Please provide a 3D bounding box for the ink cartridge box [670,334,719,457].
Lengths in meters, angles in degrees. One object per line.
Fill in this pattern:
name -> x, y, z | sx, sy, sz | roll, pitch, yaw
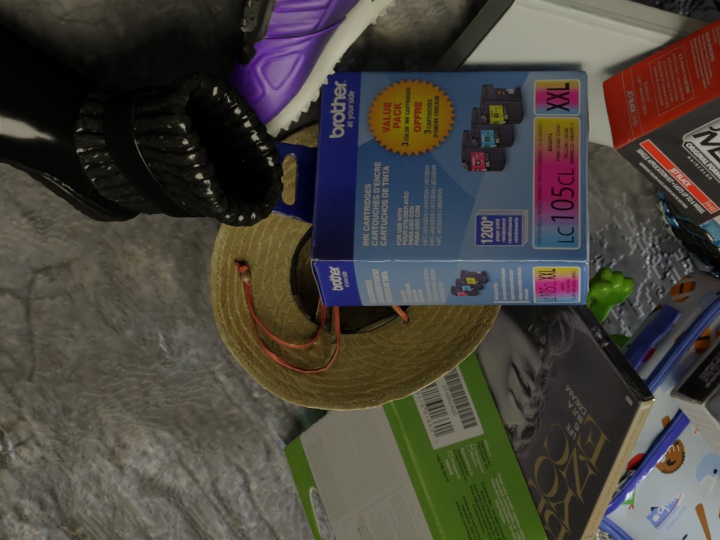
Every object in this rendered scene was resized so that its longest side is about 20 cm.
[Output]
ink cartridge box -> 0.327, 0.076, 1.540 | 0.198, 0.047, 0.200 | -49, 119, -11

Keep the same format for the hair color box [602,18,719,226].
hair color box -> 0.259, -0.113, 1.393 | 0.200, 0.061, 0.101 | -29, 136, 26

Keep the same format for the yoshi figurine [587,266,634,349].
yoshi figurine -> 0.150, 0.054, 1.574 | 0.112, 0.112, 0.200 | -35, 117, 30

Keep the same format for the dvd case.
dvd case -> 0.119, 0.095, 1.497 | 0.016, 0.149, 0.200 | -15, 143, -27

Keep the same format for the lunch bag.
lunch bag -> 0.218, 0.108, 1.554 | 0.200, 0.076, 0.160 | -51, 124, -7

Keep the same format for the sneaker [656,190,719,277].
sneaker -> 0.285, -0.019, 1.580 | 0.200, 0.075, 0.087 | 39, 88, -29

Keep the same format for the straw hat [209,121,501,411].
straw hat -> 0.000, 0.000, 1.523 | 0.201, 0.201, 0.085 | -14, 171, 2

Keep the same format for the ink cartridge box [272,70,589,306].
ink cartridge box -> 0.042, -0.050, 1.431 | 0.200, 0.137, 0.076 | -1, 155, 6

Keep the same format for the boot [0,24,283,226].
boot -> -0.160, -0.094, 1.381 | 0.211, 0.080, 0.158 | 29, 164, -36

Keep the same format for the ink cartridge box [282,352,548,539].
ink cartridge box -> 0.031, 0.153, 1.594 | 0.076, 0.148, 0.200 | -15, 168, -26

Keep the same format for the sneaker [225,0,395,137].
sneaker -> -0.046, -0.168, 1.402 | 0.099, 0.070, 0.200 | 34, 114, -22

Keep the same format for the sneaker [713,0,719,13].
sneaker -> 0.245, -0.181, 1.415 | 0.075, 0.090, 0.200 | -33, 126, 17

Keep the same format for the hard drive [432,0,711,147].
hard drive -> 0.161, -0.124, 1.461 | 0.200, 0.026, 0.132 | 12, 150, -19
